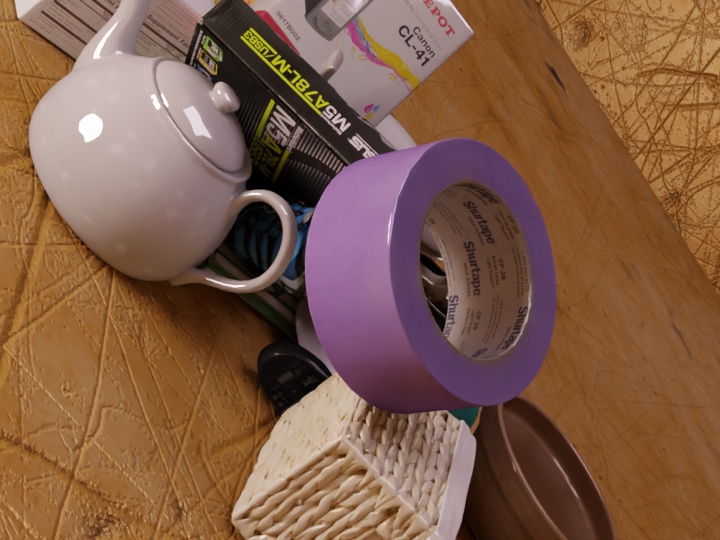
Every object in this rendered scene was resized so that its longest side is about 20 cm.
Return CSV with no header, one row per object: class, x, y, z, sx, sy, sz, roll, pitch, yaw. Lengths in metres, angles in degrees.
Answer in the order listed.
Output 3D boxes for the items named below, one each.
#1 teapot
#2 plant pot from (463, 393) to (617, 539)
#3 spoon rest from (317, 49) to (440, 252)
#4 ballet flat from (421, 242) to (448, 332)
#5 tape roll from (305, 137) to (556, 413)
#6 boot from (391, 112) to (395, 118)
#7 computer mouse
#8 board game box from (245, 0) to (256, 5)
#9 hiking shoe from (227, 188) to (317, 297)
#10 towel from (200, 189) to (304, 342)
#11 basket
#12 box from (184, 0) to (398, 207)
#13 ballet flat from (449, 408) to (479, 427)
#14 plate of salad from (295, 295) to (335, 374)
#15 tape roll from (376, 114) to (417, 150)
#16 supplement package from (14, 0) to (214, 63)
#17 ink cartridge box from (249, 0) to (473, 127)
teapot,-0.154,-0.095,1.386,0.200,0.146,0.198,42,24,-37
plant pot,0.160,0.226,1.697,0.201,0.093,0.201,47,20,-23
spoon rest,0.021,-0.093,1.483,0.200,0.061,0.099,50,27,-14
ballet flat,0.074,0.025,1.509,0.200,0.068,0.068,40,36,-19
tape roll,0.056,0.006,1.306,0.200,0.085,0.200,11,75,-47
boot,0.039,-0.108,1.882,0.066,0.175,0.200,5,47,-22
computer mouse,-0.017,0.138,1.471,0.200,0.059,0.034,54,21,-11
board game box,-0.103,-0.194,1.588,0.095,0.200,0.030,31,-15,8
hiking shoe,-0.066,-0.028,1.437,0.087,0.074,0.200,44,-20,-10
towel,-0.108,-0.038,1.594,0.153,0.023,0.200,40,23,-41
basket,-0.004,0.164,1.350,0.123,0.136,0.200,49,20,-8
box,-0.067,-0.114,1.448,0.193,0.048,0.200,47,-21,3
ballet flat,0.071,0.098,1.713,0.072,0.068,0.200,25,-18,22
plate of salad,0.002,0.109,1.577,0.200,0.048,0.200,42,24,-24
tape roll,-0.019,-0.094,1.697,0.203,0.037,0.203,21,49,-26
supplement package,-0.229,-0.285,1.565,0.156,0.111,0.200,35,27,-46
ink cartridge box,-0.021,-0.201,1.546,0.148,0.200,0.086,52,-20,-16
